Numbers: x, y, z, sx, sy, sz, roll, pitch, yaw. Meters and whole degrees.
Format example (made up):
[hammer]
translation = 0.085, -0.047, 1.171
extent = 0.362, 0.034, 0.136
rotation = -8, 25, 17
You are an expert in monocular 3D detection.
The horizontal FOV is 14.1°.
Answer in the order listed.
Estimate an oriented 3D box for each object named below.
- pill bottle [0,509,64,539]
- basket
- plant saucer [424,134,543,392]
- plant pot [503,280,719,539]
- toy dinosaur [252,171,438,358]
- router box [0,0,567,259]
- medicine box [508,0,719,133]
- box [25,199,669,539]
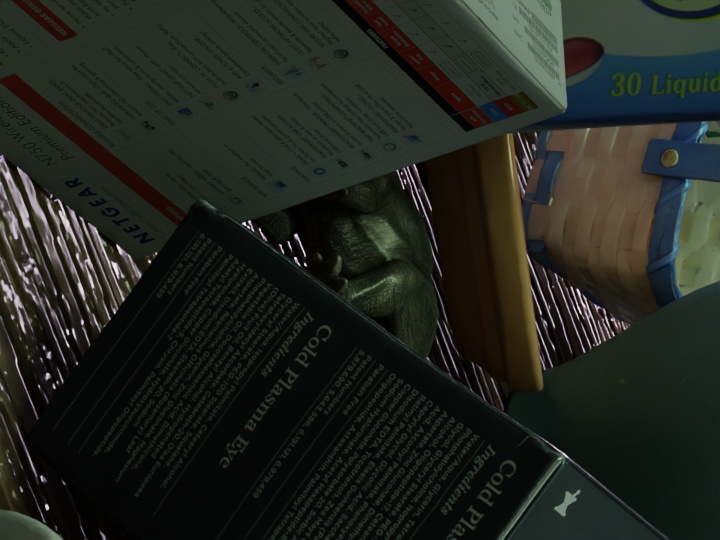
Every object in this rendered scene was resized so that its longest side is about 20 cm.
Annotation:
[pill bottle]
translation = -0.063, 0.157, 0.844
extent = 0.200, 0.114, 0.115
rotation = 47, 34, -42
[basket]
translation = 0.185, -0.027, 1.358
extent = 0.176, 0.199, 0.140
rotation = 34, 73, -57
[plant saucer]
translation = 0.048, -0.047, 1.229
extent = 0.200, 0.037, 0.201
rotation = -7, 90, -87
[plant pot]
translation = 0.167, 0.096, 1.258
extent = 0.200, 0.187, 0.201
rotation = -13, 90, -69
[toy dinosaur]
translation = 0.000, 0.000, 1.125
extent = 0.102, 0.077, 0.201
rotation = 0, 70, -57
[router box]
translation = -0.056, -0.092, 0.950
extent = 0.200, 0.179, 0.049
rotation = 41, 39, -48
[medicine box]
translation = 0.073, -0.159, 1.054
extent = 0.103, 0.181, 0.201
rotation = -60, 146, -70
[box]
translation = 0.022, 0.095, 0.966
extent = 0.182, 0.104, 0.200
rotation = 34, -3, 41
